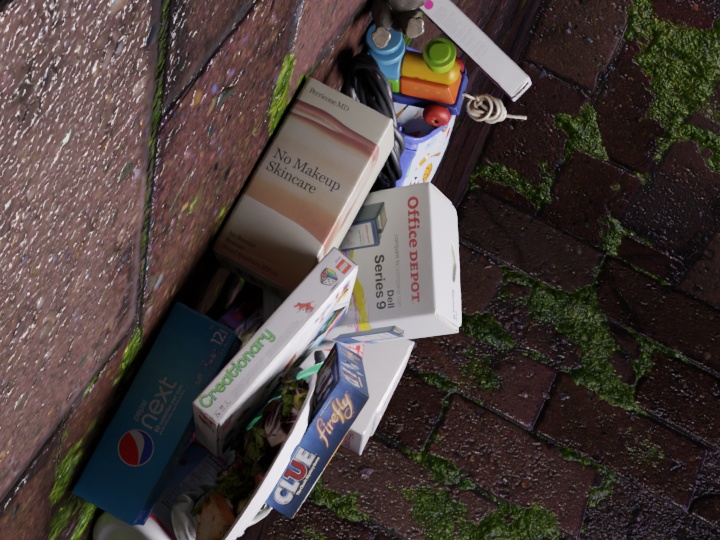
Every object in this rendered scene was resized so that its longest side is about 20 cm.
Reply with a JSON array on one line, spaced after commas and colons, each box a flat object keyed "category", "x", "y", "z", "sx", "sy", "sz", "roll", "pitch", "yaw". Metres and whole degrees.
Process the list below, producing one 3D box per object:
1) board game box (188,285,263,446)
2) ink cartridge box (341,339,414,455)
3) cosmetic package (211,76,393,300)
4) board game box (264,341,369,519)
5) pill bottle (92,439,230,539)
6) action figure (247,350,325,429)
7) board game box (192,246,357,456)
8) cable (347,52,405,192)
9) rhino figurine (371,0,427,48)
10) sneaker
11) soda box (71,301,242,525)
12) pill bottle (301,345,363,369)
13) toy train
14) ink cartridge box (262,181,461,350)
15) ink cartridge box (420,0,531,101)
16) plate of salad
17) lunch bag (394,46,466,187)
[{"category": "board game box", "x": -0.156, "y": 0.110, "z": 1.358, "sx": 0.200, "sy": 0.032, "sz": 0.121, "roll": -47, "pitch": 160, "yaw": -43}, {"category": "ink cartridge box", "x": -0.050, "y": 0.127, "z": 1.684, "sx": 0.145, "sy": 0.199, "sz": 0.147, "roll": -60, "pitch": 174, "yaw": -17}, {"category": "cosmetic package", "x": -0.055, "y": -0.076, "z": 1.268, "sx": 0.201, "sy": 0.103, "sz": 0.087, "roll": -63, "pitch": 173, "yaw": -11}, {"category": "board game box", "x": -0.044, "y": 0.150, "z": 1.243, "sx": 0.136, "sy": 0.034, "sz": 0.200, "roll": -58, "pitch": -175, "yaw": 4}, {"category": "pill bottle", "x": -0.191, "y": 0.251, "z": 1.381, "sx": 0.200, "sy": 0.108, "sz": 0.109, "roll": -45, "pitch": 162, "yaw": -50}, {"category": "action figure", "x": -0.111, "y": 0.137, "z": 1.369, "sx": 0.199, "sy": 0.055, "sz": 0.118, "roll": -19, "pitch": 159, "yaw": -51}, {"category": "board game box", "x": -0.081, "y": 0.079, "z": 1.201, "sx": 0.200, "sy": 0.035, "sz": 0.126, "roll": -48, "pitch": 170, "yaw": -20}, {"category": "cable", "x": 0.014, "y": -0.159, "z": 1.408, "sx": 0.201, "sy": 0.050, "sz": 0.164, "roll": 93, "pitch": -9, "yaw": -52}, {"category": "rhino figurine", "x": 0.063, "y": -0.335, "z": 1.336, "sx": 0.088, "sy": 0.059, "sz": 0.201, "roll": -94, "pitch": -155, "yaw": -63}, {"category": "sneaker", "x": -0.112, "y": 0.226, "z": 1.337, "sx": 0.081, "sy": 0.076, "sz": 0.200, "roll": -14, "pitch": -162, "yaw": 34}, {"category": "soda box", "x": -0.189, "y": 0.136, "z": 1.196, "sx": 0.201, "sy": 0.067, "sz": 0.064, "roll": -62, "pitch": 175, "yaw": -10}, {"category": "pill bottle", "x": -0.045, "y": 0.031, "z": 1.572, "sx": 0.113, "sy": 0.111, "sz": 0.202, "roll": 90, "pitch": 5, "yaw": -76}, {"category": "toy train", "x": 0.098, "y": -0.227, "z": 1.463, "sx": 0.116, "sy": 0.198, "sz": 0.085, "roll": 78, "pitch": 27, "yaw": -70}, {"category": "ink cartridge box", "x": 0.000, "y": 0.000, "z": 1.344, "sx": 0.087, "sy": 0.198, "sz": 0.147, "roll": 35, "pitch": 51, "yaw": -64}, {"category": "ink cartridge box", "x": 0.116, "y": -0.276, "z": 1.454, "sx": 0.037, "sy": 0.200, "sz": 0.095, "roll": -43, "pitch": 177, "yaw": 10}, {"category": "plate of salad", "x": -0.101, "y": 0.176, "z": 1.180, "sx": 0.201, "sy": 0.048, "sz": 0.200, "roll": -58, "pitch": -176, "yaw": 7}, {"category": "lunch bag", "x": 0.049, "y": -0.163, "z": 1.621, "sx": 0.201, "sy": 0.123, "sz": 0.171, "roll": -77, "pitch": -175, "yaw": -48}]
